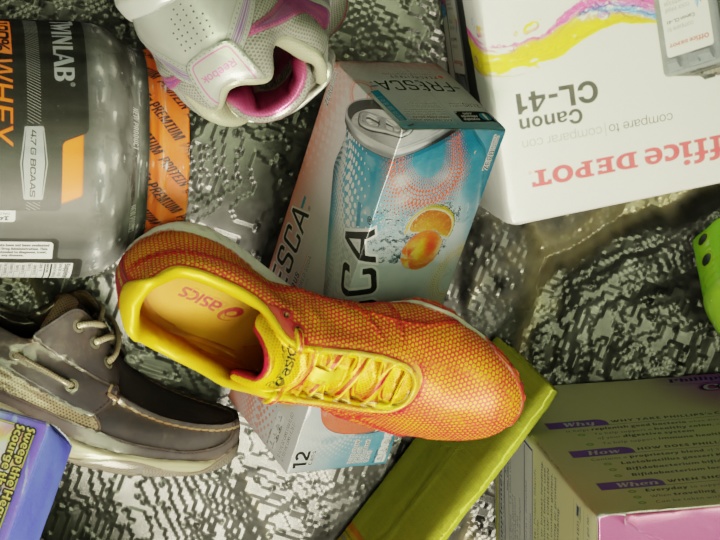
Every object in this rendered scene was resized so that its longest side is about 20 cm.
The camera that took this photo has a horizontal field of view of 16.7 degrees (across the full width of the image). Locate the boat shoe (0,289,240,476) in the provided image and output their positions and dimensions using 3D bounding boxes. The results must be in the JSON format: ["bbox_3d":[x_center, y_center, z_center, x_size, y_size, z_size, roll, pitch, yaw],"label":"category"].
[{"bbox_3d":[-0.149,0.048,1.211,0.199,0.075,0.074,16,100,-15],"label":"boat shoe"}]

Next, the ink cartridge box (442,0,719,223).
[{"bbox_3d":[0.117,-0.138,1.204,0.147,0.086,0.201,-11,104,-8],"label":"ink cartridge box"}]

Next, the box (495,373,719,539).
[{"bbox_3d":[0.173,0.127,1.227,0.175,0.200,0.097,-4,105,-11],"label":"box"}]

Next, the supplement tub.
[{"bbox_3d":[-0.184,-0.058,1.153,0.199,0.123,0.123,0,104,-11],"label":"supplement tub"}]

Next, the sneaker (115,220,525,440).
[{"bbox_3d":[-0.020,0.043,1.126,0.199,0.077,0.073,17,116,-9],"label":"sneaker"}]

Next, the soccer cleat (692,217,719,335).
[{"bbox_3d":[0.258,0.021,1.289,0.200,0.081,0.068,18,132,-33],"label":"soccer cleat"}]

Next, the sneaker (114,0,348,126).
[{"bbox_3d":[-0.052,-0.107,1.132,0.081,0.200,0.088,-29,85,21],"label":"sneaker"}]

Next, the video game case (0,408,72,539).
[{"bbox_3d":[-0.248,0.143,1.108,0.181,0.045,0.201,14,74,15],"label":"video game case"}]

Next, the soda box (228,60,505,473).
[{"bbox_3d":[0.000,0.000,1.195,0.063,0.068,0.201,-3,125,-34],"label":"soda box"}]

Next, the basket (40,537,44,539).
[{"bbox_3d":[-0.171,0.205,1.199,0.200,0.136,0.123,45,86,-4],"label":"basket"}]

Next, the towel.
[{"bbox_3d":[0.028,0.128,1.258,0.018,0.086,0.200,35,94,-24],"label":"towel"}]
